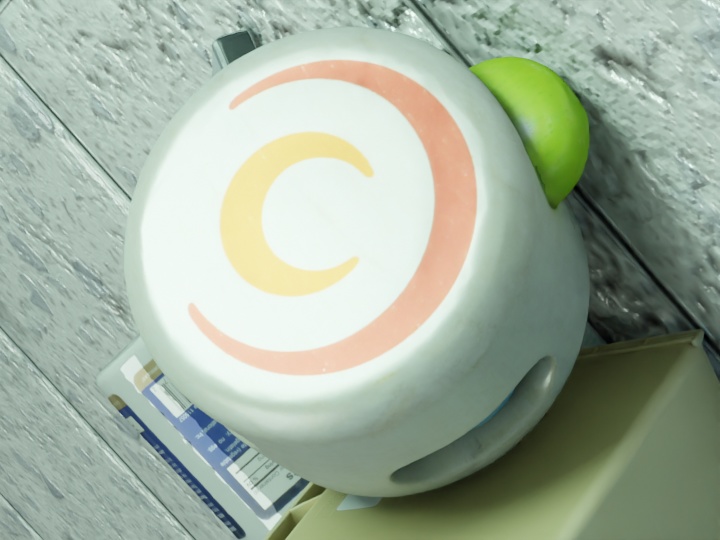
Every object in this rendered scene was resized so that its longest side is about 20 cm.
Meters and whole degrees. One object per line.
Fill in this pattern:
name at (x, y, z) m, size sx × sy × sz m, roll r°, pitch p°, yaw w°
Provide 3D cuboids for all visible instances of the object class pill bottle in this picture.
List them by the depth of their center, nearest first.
pill bottle at (-0.057, 0.102, 1.466) m, size 0.200 × 0.111 × 0.111 m, roll 47°, pitch 159°, yaw -4°

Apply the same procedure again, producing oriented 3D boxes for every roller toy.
roller toy at (0.000, 0.000, 1.039) m, size 0.199 × 0.183 × 0.140 m, roll 6°, pitch 164°, yaw 22°

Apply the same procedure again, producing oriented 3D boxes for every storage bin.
storage bin at (0.056, 0.129, 1.076) m, size 0.198 × 0.200 × 0.094 m, roll -12°, pitch 114°, yaw 38°

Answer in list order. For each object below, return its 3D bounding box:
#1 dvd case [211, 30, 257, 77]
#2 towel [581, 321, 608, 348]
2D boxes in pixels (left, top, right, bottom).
dvd case at (-0.043, -0.015, 1.263) m, size 0.200 × 0.025 × 0.151 m, roll 100°, pitch 148°, yaw -65°
towel at (0.066, 0.048, 1.221) m, size 0.200 × 0.048 × 0.171 m, roll 47°, pitch 160°, yaw -3°
